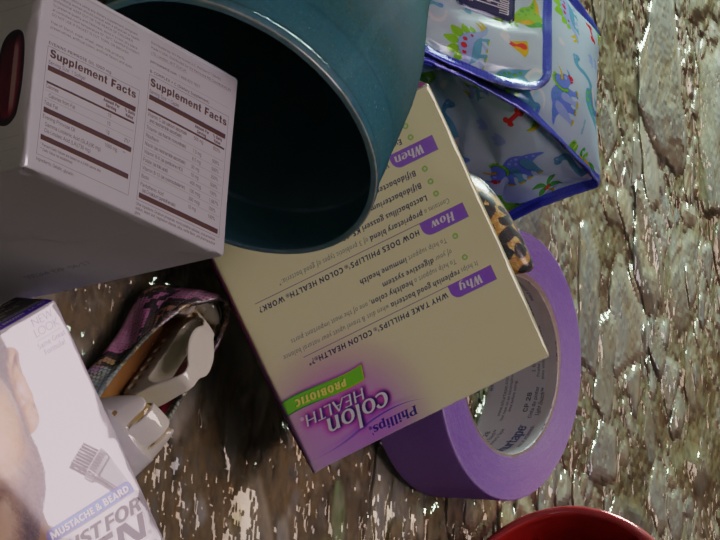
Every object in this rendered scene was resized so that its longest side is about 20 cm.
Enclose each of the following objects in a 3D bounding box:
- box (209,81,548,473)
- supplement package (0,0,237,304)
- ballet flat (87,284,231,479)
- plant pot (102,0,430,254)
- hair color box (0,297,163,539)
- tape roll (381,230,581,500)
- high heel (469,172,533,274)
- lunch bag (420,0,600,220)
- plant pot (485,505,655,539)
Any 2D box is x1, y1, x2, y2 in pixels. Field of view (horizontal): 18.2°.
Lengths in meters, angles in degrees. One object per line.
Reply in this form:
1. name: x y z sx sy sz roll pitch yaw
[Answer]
1. box: 0.000 0.000 1.491 0.201 0.175 0.097 65 -5 -9
2. supplement package: -0.195 -0.065 1.254 0.155 0.199 0.112 26 60 -47
3. ballet flat: -0.137 0.079 1.399 0.069 0.071 0.200 56 42 -28
4. plant pot: -0.045 -0.147 1.363 0.200 0.199 0.188 53 48 -29
5. hair color box: -0.191 0.129 1.295 0.109 0.065 0.201 -31 105 -28
6. tape roll: 0.088 0.070 1.677 0.200 0.065 0.201 4 86 -54
7. high heel: 0.015 -0.042 1.559 0.142 0.200 0.072 -15 133 -56
8. lunch bag: 0.096 -0.165 1.718 0.200 0.127 0.171 41 38 -35
9. plant pot: 0.184 0.288 1.678 0.177 0.199 0.202 31 57 -56
